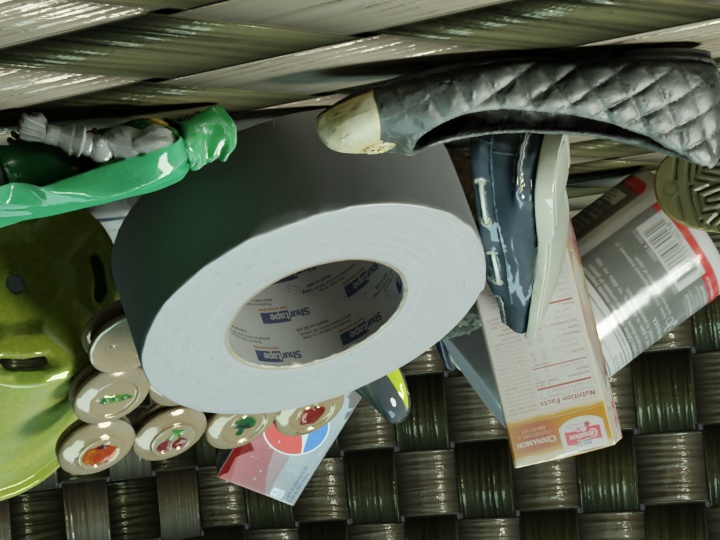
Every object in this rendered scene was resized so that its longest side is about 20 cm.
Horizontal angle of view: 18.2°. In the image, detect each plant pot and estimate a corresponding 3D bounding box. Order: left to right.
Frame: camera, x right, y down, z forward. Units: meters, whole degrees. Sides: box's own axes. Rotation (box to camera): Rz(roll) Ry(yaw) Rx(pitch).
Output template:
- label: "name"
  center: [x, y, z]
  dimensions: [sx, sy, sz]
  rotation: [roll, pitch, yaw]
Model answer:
- label: "plant pot"
  center: [-0.232, 0.031, 1.406]
  dimensions: [0.199, 0.202, 0.184]
  rotation: [-4, 165, -24]

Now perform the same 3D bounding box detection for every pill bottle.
- label: "pill bottle"
  center: [0.166, 0.026, 1.693]
  dimensions: [0.200, 0.114, 0.114]
  rotation: [-36, 179, -4]

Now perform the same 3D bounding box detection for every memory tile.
- label: "memory tile"
  center: [-0.085, 0.061, 1.373]
  dimensions: [0.199, 0.017, 0.154]
  rotation: [-9, 139, -29]

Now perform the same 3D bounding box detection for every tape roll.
- label: "tape roll"
  center: [-0.033, -0.001, 1.235]
  dimensions: [0.199, 0.066, 0.201]
  rotation: [-16, 151, -9]

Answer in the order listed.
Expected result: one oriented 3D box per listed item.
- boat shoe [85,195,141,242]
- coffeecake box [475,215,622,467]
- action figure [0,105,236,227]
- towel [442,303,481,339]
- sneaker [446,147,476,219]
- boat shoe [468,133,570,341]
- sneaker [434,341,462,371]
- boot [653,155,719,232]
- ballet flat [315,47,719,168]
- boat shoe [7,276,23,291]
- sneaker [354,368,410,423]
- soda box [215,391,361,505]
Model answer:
- label: "boat shoe"
  center: [-0.151, -0.021, 1.499]
  dimensions: [0.073, 0.066, 0.200]
  rotation: [-5, 177, 3]
- label: "coffeecake box"
  center: [0.123, 0.029, 1.557]
  dimensions: [0.073, 0.201, 0.153]
  rotation: [-13, 176, 7]
- label: "action figure"
  center: [-0.157, -0.049, 1.110]
  dimensions: [0.199, 0.055, 0.118]
  rotation: [-12, 177, -11]
- label: "towel"
  center: [0.000, 0.000, 1.532]
  dimensions: [0.034, 0.133, 0.200]
  rotation: [-47, 161, 25]
- label: "sneaker"
  center: [-0.018, -0.037, 1.383]
  dimensions: [0.112, 0.072, 0.200]
  rotation: [-11, 177, 30]
- label: "boat shoe"
  center: [0.094, -0.022, 1.394]
  dimensions: [0.061, 0.075, 0.200]
  rotation: [11, 155, 10]
- label: "sneaker"
  center: [0.077, 0.028, 1.761]
  dimensions: [0.079, 0.130, 0.199]
  rotation: [-33, -174, 9]
- label: "boot"
  center: [0.275, -0.057, 1.582]
  dimensions: [0.174, 0.067, 0.200]
  rotation: [-5, 178, -4]
- label: "ballet flat"
  center: [0.078, -0.071, 1.063]
  dimensions: [0.198, 0.057, 0.066]
  rotation: [-5, 176, -6]
- label: "boat shoe"
  center: [-0.167, 0.014, 1.618]
  dimensions: [0.199, 0.072, 0.068]
  rotation: [18, 132, -1]
- label: "sneaker"
  center: [-0.053, 0.050, 1.549]
  dimensions: [0.199, 0.081, 0.074]
  rotation: [35, 168, 6]
- label: "soda box"
  center: [-0.034, 0.071, 1.649]
  dimensions: [0.070, 0.201, 0.064]
  rotation: [23, -155, -18]
